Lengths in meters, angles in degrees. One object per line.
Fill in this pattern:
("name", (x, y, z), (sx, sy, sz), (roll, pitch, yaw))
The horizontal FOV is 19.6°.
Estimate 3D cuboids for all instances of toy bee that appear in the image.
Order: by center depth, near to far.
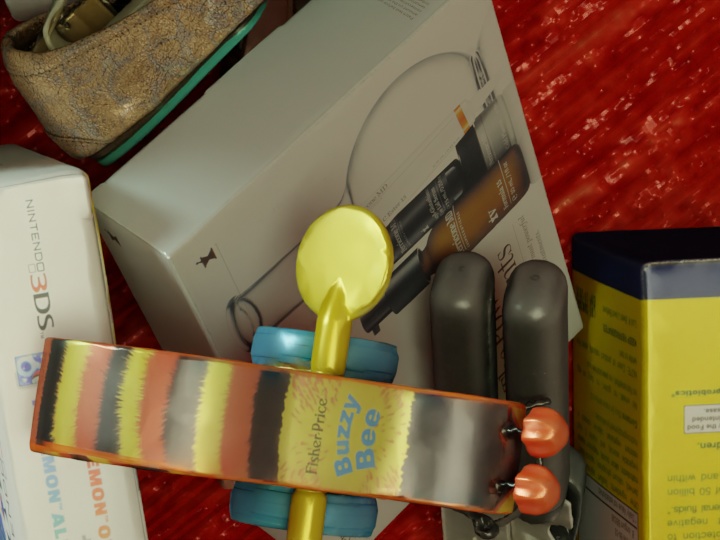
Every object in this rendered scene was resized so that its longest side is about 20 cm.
("toy bee", (0.007, 0.045, 0.643), (0.200, 0.109, 0.131), (-15, 98, -34))

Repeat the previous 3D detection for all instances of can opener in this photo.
("can opener", (0.058, 0.062, 0.803), (0.053, 0.067, 0.200), (7, 134, 13))

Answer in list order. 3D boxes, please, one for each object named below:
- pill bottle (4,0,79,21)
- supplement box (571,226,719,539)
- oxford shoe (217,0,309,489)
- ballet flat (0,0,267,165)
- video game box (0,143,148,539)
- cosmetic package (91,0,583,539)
("pill bottle", (-0.042, -0.161, 0.772), (0.200, 0.113, 0.113), (-13, 99, -3))
("supplement box", (0.150, 0.087, 0.839), (0.109, 0.109, 0.201), (-2, 98, -9))
("oxford shoe", (-0.023, -0.011, 0.819), (0.074, 0.071, 0.201), (6, 96, -13))
("ballet flat", (-0.043, -0.114, 0.696), (0.200, 0.068, 0.067), (-39, 109, 14))
("video game box", (-0.116, 0.051, 0.743), (0.047, 0.200, 0.183), (-8, 98, -15))
("cosmetic package", (0.000, 0.000, 0.760), (0.151, 0.052, 0.200), (-42, 141, -17))
